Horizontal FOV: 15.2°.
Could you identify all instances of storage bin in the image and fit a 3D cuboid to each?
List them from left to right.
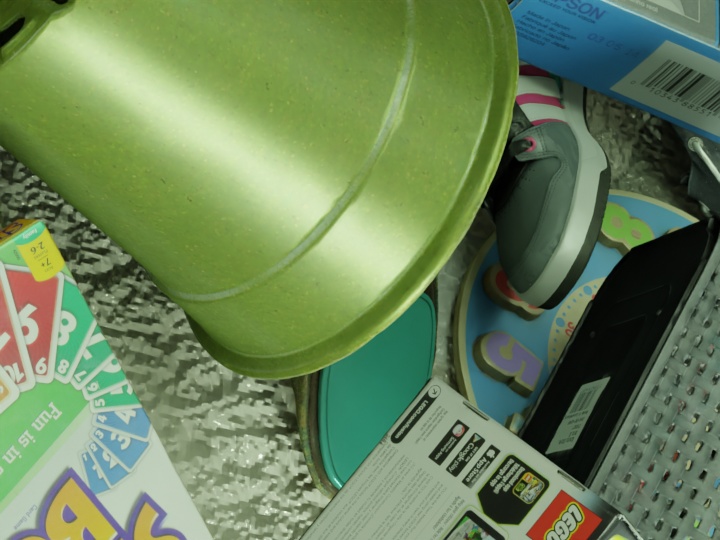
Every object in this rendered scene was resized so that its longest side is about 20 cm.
[{"bbox_3d":[0.126,0.089,1.159,0.093,0.135,0.201,31,75,-10],"label":"storage bin"}]

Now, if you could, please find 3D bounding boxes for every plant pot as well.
[{"bbox_3d":[-0.071,-0.084,1.086,0.190,0.199,0.201,31,53,-37],"label":"plant pot"}]

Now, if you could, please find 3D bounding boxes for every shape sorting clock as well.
[{"bbox_3d":[0.135,0.051,1.279,0.199,0.039,0.201,14,61,-26],"label":"shape sorting clock"}]

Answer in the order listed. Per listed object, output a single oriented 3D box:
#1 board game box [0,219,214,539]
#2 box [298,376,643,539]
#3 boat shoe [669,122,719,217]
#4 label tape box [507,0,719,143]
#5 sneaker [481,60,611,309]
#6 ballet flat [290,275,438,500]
[{"bbox_3d":[-0.115,0.091,1.012,0.095,0.030,0.201,-33,108,-23],"label":"board game box"},{"bbox_3d":[0.008,0.151,1.061,0.110,0.035,0.200,36,82,35],"label":"box"},{"bbox_3d":[0.193,-0.054,1.350,0.201,0.068,0.072,58,30,-5],"label":"boat shoe"},{"bbox_3d":[0.129,-0.177,1.268,0.144,0.063,0.201,20,54,-24],"label":"label tape box"},{"bbox_3d":[0.047,-0.077,1.243,0.120,0.084,0.201,20,39,-20],"label":"sneaker"},{"bbox_3d":[0.000,0.000,1.196,0.070,0.071,0.201,5,95,-29],"label":"ballet flat"}]
